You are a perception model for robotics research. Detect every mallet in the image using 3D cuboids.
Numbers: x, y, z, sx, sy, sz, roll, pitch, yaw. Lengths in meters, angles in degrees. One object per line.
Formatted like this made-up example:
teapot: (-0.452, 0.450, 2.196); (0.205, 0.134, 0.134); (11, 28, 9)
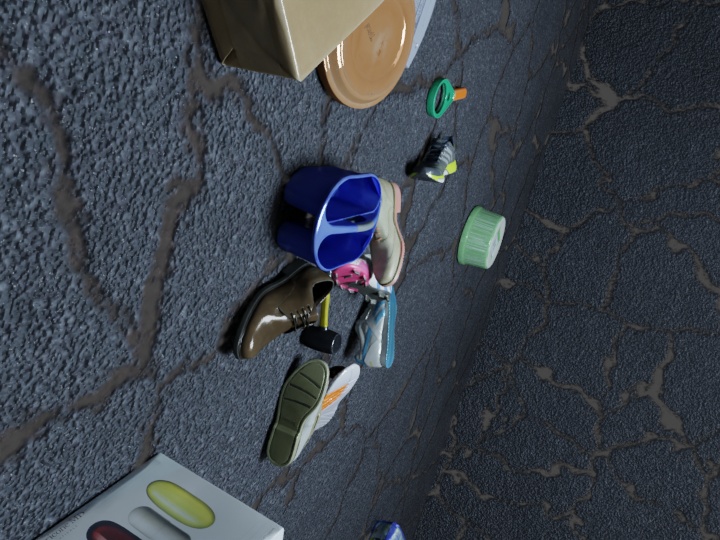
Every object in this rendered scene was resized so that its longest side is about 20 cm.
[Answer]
mallet: (-0.069, 0.044, 0.950); (0.041, 0.065, 0.202); (-24, 115, -62)

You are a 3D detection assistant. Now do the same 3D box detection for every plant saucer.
plant saucer: (0.016, -0.329, 0.778); (0.200, 0.032, 0.202); (-34, 137, -37)

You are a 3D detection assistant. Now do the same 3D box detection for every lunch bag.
lunch bag: (0.077, 0.989, 1.944); (0.170, 0.127, 0.201); (-54, 162, -33)

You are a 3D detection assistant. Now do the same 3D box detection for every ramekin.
ramekin: (0.400, -0.103, 1.811); (0.200, 0.097, 0.201); (-49, 150, -42)

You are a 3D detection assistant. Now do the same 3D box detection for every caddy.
caddy: (-0.033, -0.079, 0.824); (0.200, 0.104, 0.143); (-24, 131, -60)

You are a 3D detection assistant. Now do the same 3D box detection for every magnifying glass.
magnifying glass: (0.190, -0.381, 1.205); (0.200, 0.022, 0.080); (-33, 137, -53)

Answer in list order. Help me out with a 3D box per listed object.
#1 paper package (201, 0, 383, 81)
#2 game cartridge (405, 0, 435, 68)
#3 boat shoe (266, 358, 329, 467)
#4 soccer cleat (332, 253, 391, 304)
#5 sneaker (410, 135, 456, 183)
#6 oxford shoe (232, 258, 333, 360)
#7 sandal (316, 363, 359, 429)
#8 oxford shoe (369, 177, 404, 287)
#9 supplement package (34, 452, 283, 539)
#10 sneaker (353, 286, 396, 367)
paper package: (-0.067, -0.324, 0.550); (0.201, 0.103, 0.191); (-55, 152, -31)
game cartridge: (0.082, -0.440, 0.884); (0.133, 0.041, 0.202); (14, 96, -64)
boat shoe: (-0.106, 0.246, 0.985); (0.201, 0.074, 0.068); (-65, 164, 6)
soccer cleat: (0.000, 0.000, 1.041); (0.200, 0.069, 0.087); (39, 42, -58)
sneaker: (0.160, -0.243, 1.199); (0.200, 0.073, 0.082); (-46, 142, -59)
oxford shoe: (-0.107, 0.059, 0.803); (0.200, 0.084, 0.073); (-50, 152, -37)
sandal: (-0.072, 0.240, 1.078); (0.079, 0.059, 0.207); (-15, 144, -44)
oxford shoe: (0.030, -0.071, 0.991); (0.074, 0.070, 0.202); (16, 65, -48)
supplement package: (-0.226, 0.351, 0.618); (0.191, 0.199, 0.148); (-30, 135, -58)
sneaker: (0.032, 0.103, 1.176); (0.077, 0.080, 0.202); (49, 44, -63)
